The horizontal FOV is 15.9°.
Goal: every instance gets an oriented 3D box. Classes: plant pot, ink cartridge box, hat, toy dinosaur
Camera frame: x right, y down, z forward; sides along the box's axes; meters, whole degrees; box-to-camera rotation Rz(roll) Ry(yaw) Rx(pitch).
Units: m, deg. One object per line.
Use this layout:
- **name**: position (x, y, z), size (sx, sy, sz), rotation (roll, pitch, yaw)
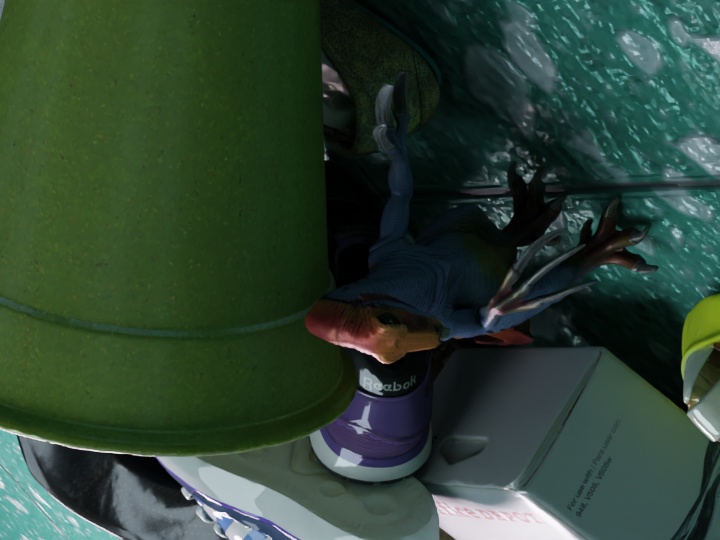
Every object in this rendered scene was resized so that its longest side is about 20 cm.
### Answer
- **plant pot**: position (-0.088, -0.048, 1.084), size (0.200, 0.200, 0.190), rotation (25, 116, 38)
- **ink cartridge box**: position (0.128, 0.122, 1.237), size (0.200, 0.083, 0.147), rotation (38, 162, -22)
- **hat**: position (-0.091, 0.056, 1.363), size (0.200, 0.081, 0.201), rotation (10, 124, 15)
- **toy dinosaur**: position (0.043, 0.016, 1.099), size (0.105, 0.181, 0.200), rotation (36, 138, 28)

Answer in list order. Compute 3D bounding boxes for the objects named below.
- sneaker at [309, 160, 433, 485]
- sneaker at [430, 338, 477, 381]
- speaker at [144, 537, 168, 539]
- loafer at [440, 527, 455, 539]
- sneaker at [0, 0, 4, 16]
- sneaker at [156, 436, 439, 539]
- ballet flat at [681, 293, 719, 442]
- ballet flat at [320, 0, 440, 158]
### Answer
- **sneaker**: position (0.000, 0.000, 1.237), size (0.088, 0.076, 0.200), rotation (98, 161, -44)
- **sneaker**: position (0.018, 0.044, 1.353), size (0.200, 0.070, 0.076), rotation (45, 164, -2)
- **speaker**: position (-0.056, 0.127, 1.453), size (0.081, 0.200, 0.081), rotation (36, 159, 16)
- **loafer**: position (0.029, 0.125, 1.377), size (0.076, 0.067, 0.200), rotation (39, -168, 14)
- **sneaker**: position (-0.152, -0.047, 1.259), size (0.088, 0.200, 0.075), rotation (-9, 170, 13)
- **sneaker**: position (-0.038, 0.139, 1.267), size (0.200, 0.081, 0.147), rotation (30, 135, 35)
- **ballet flat**: position (0.171, 0.041, 1.079), size (0.067, 0.067, 0.200), rotation (44, 159, -5)
- **ballet flat**: position (-0.054, -0.122, 1.168), size (0.200, 0.071, 0.071), rotation (39, 158, 10)
